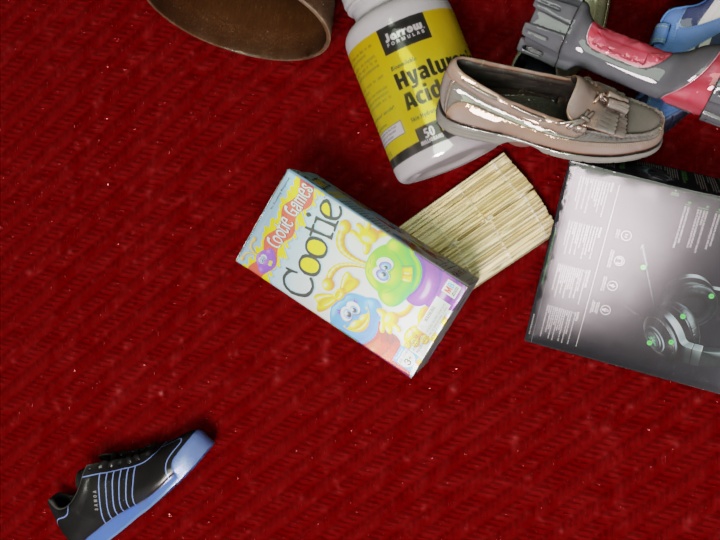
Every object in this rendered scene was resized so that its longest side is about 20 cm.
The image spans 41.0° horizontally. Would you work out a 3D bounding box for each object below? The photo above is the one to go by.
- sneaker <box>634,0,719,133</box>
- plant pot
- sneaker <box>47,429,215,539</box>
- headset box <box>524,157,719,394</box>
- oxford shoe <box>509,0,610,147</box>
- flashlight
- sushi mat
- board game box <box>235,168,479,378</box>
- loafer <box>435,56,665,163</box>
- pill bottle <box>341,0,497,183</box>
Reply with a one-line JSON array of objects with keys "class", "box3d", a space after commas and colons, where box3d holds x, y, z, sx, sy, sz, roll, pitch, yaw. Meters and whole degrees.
[{"class": "sneaker", "box3d": [0.293, -0.191, 0.894, 0.200, 0.074, 0.082, -44, 82, 2]}, {"class": "plant pot", "box3d": [-0.094, -0.336, 0.930, 0.186, 0.187, 0.201, 12, 78, 11]}, {"class": "sneaker", "box3d": [-0.246, 0.219, 1.017, 0.200, 0.070, 0.078, -40, 90, 11]}, {"class": "headset box", "box3d": [0.267, -0.003, 0.871, 0.199, 0.093, 0.175, 14, 109, 12]}, {"class": "oxford shoe", "box3d": [0.187, -0.215, 0.912, 0.070, 0.074, 0.201, 21, 95, 13]}, {"class": "flashlight", "box3d": [0.242, -0.190, 0.834, 0.199, 0.068, 0.068, 28, 63, 12]}, {"class": "sushi mat", "box3d": [0.092, -0.024, 0.968, 0.199, 0.012, 0.096, -35, 85, 11]}, {"class": "board game box", "box3d": [0.000, 0.000, 0.928, 0.199, 0.105, 0.103, 33, 99, 9]}, {"class": "loafer", "box3d": [0.165, -0.140, 0.823, 0.198, 0.063, 0.072, 7, 49, 3]}, {"class": "pill bottle", "box3d": [0.051, -0.195, 0.923, 0.111, 0.111, 0.201, -23, 86, 11]}]
